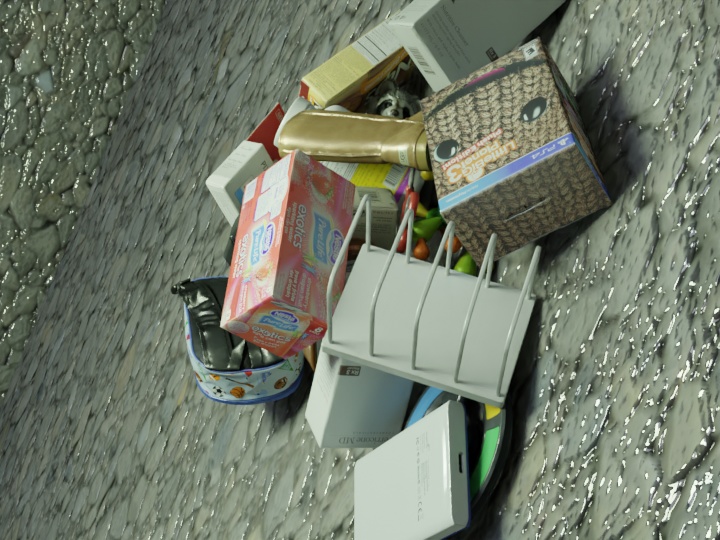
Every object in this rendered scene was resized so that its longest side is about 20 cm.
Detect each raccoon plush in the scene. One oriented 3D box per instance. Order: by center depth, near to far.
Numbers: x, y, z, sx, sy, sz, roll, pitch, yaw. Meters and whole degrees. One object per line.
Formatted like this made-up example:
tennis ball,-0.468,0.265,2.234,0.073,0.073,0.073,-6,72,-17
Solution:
raccoon plush,0.013,-0.198,1.814,0.135,0.096,0.200,-62,24,-10

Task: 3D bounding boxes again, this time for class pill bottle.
pill bottle,-0.011,-0.148,1.658,0.105,0.199,0.104,-60,-2,-4

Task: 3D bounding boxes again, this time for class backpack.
backpack,-0.162,0.102,1.778,0.191,0.198,0.155,-97,-3,-53

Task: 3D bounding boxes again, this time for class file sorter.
file sorter,0.075,0.026,1.294,0.125,0.198,0.140,93,-163,-56

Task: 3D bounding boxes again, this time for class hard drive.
hard drive,0.052,0.236,1.349,0.200,0.025,0.133,-42,41,50

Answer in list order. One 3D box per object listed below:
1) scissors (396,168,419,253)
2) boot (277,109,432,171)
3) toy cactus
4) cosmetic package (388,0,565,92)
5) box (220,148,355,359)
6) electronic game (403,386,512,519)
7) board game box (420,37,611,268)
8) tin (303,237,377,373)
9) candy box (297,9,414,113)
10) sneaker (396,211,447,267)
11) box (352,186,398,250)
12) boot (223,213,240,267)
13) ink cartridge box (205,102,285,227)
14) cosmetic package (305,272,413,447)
scissors,0.056,-0.086,1.526,0.200,0.014,0.074,-87,10,-66
boot,0.024,-0.179,1.557,0.198,0.175,0.067,7,116,27
toy cactus,0.131,-0.070,1.491,0.164,0.102,0.201,-32,35,22
cosmetic package,0.147,-0.320,1.540,0.200,0.113,0.081,-43,23,-7
box,-0.078,-0.019,1.412,0.102,0.094,0.201,-32,41,42
electronic game,0.097,0.191,1.361,0.200,0.041,0.201,-44,34,39
board game box,0.164,-0.131,1.376,0.159,0.097,0.201,-27,40,17
tin,-0.016,0.054,1.523,0.042,0.111,0.201,-114,18,-53
candy box,-0.003,-0.269,1.778,0.200,0.055,0.116,-40,-15,-27
sneaker,0.061,0.005,1.554,0.082,0.074,0.201,-43,32,34
box,0.000,0.000,1.591,0.082,0.068,0.202,-107,22,-68
boot,-0.108,-0.041,1.701,0.165,0.065,0.200,-53,29,9
ink cartridge box,-0.119,-0.113,1.850,0.044,0.201,0.177,16,57,40
cosmetic package,0.009,0.105,1.455,0.074,0.101,0.202,-123,40,-57
